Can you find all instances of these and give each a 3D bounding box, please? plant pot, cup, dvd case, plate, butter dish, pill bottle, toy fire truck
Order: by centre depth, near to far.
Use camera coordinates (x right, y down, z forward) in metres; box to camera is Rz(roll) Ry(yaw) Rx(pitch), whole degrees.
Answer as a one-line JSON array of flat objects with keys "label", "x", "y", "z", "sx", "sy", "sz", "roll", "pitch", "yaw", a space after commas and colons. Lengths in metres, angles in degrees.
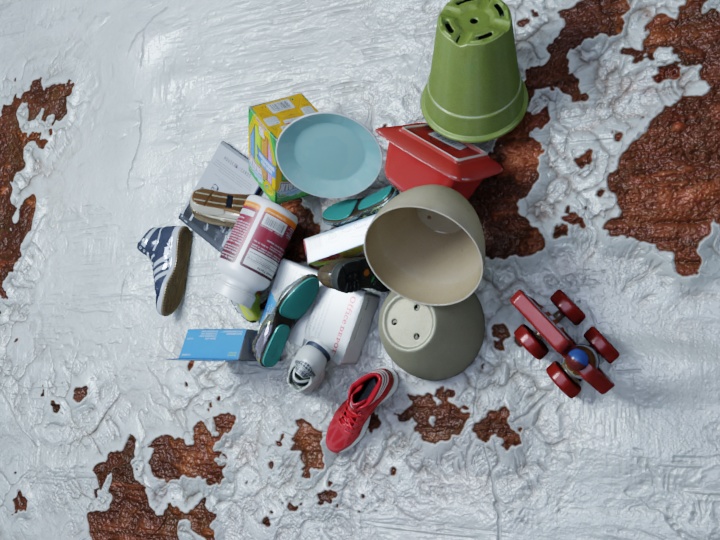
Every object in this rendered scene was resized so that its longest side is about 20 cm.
[{"label": "toy fire truck", "x": 0.329, "y": 0.119, "z": 1.158, "sx": 0.112, "sy": 0.167, "sz": 0.201, "roll": -44, "pitch": 68, "yaw": 13}, {"label": "plant pot", "x": 0.118, "y": -0.063, "z": 1.171, "sx": 0.197, "sy": 0.202, "sz": 0.135, "roll": 2, "pitch": 41, "yaw": 24}, {"label": "plant pot", "x": 0.195, "y": -0.361, "z": 1.230, "sx": 0.196, "sy": 0.191, "sz": 0.203, "roll": -4, "pitch": 60, "yaw": 7}, {"label": "cup", "x": 0.111, "y": 0.096, "z": 1.275, "sx": 0.197, "sy": 0.143, "sz": 0.204, "roll": -3, "pitch": 82, "yaw": 23}, {"label": "butter dish", "x": 0.128, "y": -0.170, "z": 1.299, "sx": 0.199, "sy": 0.198, "sz": 0.150, "roll": 34, "pitch": 120, "yaw": 23}, {"label": "plate", "x": -0.057, "y": -0.213, "z": 1.305, "sx": 0.197, "sy": 0.201, "sz": 0.026, "roll": -16, "pitch": 45, "yaw": 21}, {"label": "pill bottle", "x": -0.211, "y": -0.035, "z": 1.396, "sx": 0.112, "sy": 0.113, "sz": 0.202, "roll": 22, "pitch": 83, "yaw": 25}, {"label": "dvd case", "x": -0.300, "y": -0.161, "z": 1.560, "sx": 0.150, "sy": 0.025, "sz": 0.202, "roll": 36, "pitch": 98, "yaw": 24}]

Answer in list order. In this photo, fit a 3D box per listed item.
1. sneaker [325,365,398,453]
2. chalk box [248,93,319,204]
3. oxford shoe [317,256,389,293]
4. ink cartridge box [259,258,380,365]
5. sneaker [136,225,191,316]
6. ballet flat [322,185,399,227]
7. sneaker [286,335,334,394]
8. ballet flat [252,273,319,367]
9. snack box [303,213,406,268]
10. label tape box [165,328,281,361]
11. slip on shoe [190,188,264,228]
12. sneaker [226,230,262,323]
[{"label": "sneaker", "x": -0.019, "y": 0.259, "z": 1.328, "sx": 0.078, "sy": 0.115, "sz": 0.201, "roll": 37, "pitch": 99, "yaw": 23}, {"label": "chalk box", "x": -0.143, "y": -0.221, "z": 1.410, "sx": 0.124, "sy": 0.123, "sz": 0.202, "roll": 50, "pitch": 148, "yaw": 35}, {"label": "oxford shoe", "x": 0.000, "y": 0.000, "z": 1.316, "sx": 0.084, "sy": 0.198, "sz": 0.074, "roll": 8, "pitch": 95, "yaw": 43}, {"label": "ink cartridge box", "x": -0.080, "y": 0.081, "z": 1.396, "sx": 0.198, "sy": 0.083, "sz": 0.147, "roll": 21, "pitch": 92, "yaw": 25}, {"label": "sneaker", "x": -0.445, "y": -0.003, "z": 1.580, "sx": 0.107, "sy": 0.070, "sz": 0.204, "roll": 5, "pitch": 79, "yaw": 20}, {"label": "ballet flat", "x": 0.007, "y": -0.106, "z": 1.385, "sx": 0.198, "sy": 0.073, "sz": 0.076, "roll": -10, "pitch": 78, "yaw": 47}, {"label": "sneaker", "x": -0.110, "y": 0.195, "z": 1.344, "sx": 0.076, "sy": 0.201, "sz": 0.081, "roll": 31, "pitch": 59, "yaw": 6}, {"label": "ballet flat", "x": -0.150, "y": 0.083, "z": 1.348, "sx": 0.072, "sy": 0.072, "sz": 0.202, "roll": 33, "pitch": 97, "yaw": 24}, {"label": "snack box", "x": 0.012, "y": -0.052, "z": 1.339, "sx": 0.197, "sy": 0.142, "sz": 0.054, "roll": -17, "pitch": 75, "yaw": 22}, {"label": "label tape box", "x": -0.265, "y": 0.147, "z": 1.408, "sx": 0.142, "sy": 0.199, "sz": 0.065, "roll": -2, "pitch": 82, "yaw": 24}, {"label": "slip on shoe", "x": -0.259, "y": -0.117, "z": 1.495, "sx": 0.196, "sy": 0.061, "sz": 0.077, "roll": 9, "pitch": 48, "yaw": -7}, {"label": "sneaker", "x": -0.223, "y": 0.006, "z": 1.477, "sx": 0.089, "sy": 0.078, "sz": 0.204, "roll": -11, "pitch": 81, "yaw": 15}]
